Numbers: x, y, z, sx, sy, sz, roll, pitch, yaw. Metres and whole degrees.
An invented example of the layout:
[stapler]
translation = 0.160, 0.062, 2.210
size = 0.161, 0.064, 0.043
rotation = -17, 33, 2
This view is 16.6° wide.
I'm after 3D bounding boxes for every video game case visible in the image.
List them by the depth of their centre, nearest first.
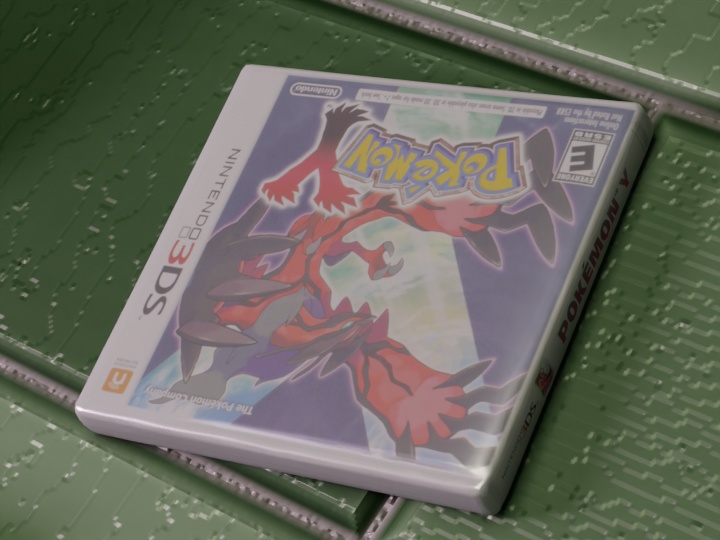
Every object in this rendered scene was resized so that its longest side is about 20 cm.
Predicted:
[video game case]
translation = 0.000, 0.000, 1.007
size = 0.199, 0.023, 0.183
rotation = 9, 62, 32
